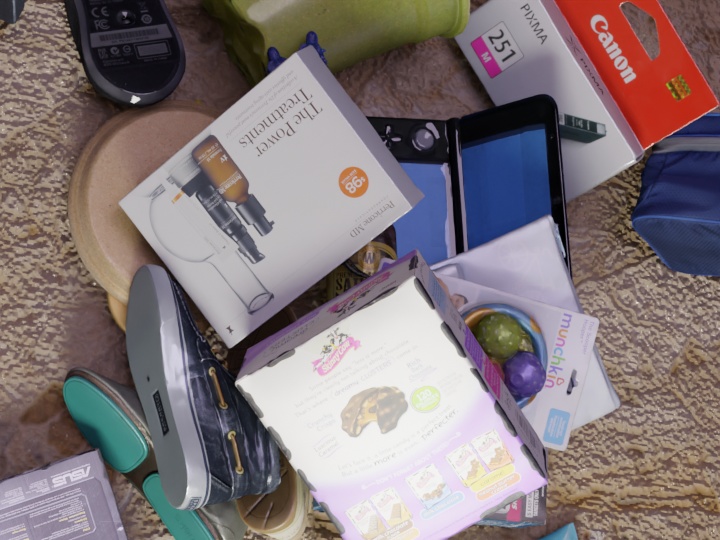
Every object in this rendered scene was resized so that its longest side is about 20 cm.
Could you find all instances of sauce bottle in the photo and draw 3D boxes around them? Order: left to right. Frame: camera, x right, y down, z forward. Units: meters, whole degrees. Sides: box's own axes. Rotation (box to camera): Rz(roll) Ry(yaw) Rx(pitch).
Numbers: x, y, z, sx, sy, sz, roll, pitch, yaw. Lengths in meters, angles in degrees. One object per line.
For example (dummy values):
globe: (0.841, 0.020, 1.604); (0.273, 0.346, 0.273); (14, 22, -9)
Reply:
sauce bottle: (0.000, 0.000, 1.284); (0.065, 0.066, 0.202); (0, 83, -20)

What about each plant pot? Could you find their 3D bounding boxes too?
plant pot: (-0.035, -0.250, 1.299); (0.183, 0.200, 0.201); (-32, 90, -11)

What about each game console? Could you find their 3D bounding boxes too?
game console: (0.081, -0.051, 1.320); (0.169, 0.118, 0.202); (1, 77, -20)

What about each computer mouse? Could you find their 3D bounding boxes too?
computer mouse: (-0.204, -0.221, 1.292); (0.137, 0.053, 0.202); (-6, 66, -18)

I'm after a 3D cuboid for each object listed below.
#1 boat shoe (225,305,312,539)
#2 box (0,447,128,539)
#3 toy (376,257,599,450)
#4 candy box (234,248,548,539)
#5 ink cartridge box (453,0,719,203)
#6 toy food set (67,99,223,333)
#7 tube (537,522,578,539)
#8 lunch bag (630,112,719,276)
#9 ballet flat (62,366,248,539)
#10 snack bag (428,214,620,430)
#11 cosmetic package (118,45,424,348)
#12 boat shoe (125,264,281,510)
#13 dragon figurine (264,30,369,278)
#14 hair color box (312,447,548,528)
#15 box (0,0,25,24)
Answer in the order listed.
boat shoe: (-0.071, 0.128, 1.256); (0.071, 0.065, 0.202); (-11, 65, 15)
box: (-0.275, 0.245, 1.163); (0.199, 0.048, 0.160); (-18, 85, -22)
toy: (0.097, 0.071, 1.217); (0.198, 0.047, 0.116); (16, 90, -10)
candy box: (0.026, 0.113, 1.168); (0.167, 0.072, 0.201); (-30, 104, 14)
ink cartridge box: (0.205, -0.187, 1.374); (0.201, 0.173, 0.044); (59, 29, 0)
toy food set: (-0.151, -0.049, 1.273); (0.197, 0.049, 0.201); (-32, 90, -23)
tube: (0.118, 0.286, 1.301); (0.198, 0.050, 0.078); (-13, 87, -27)
lunch bag: (0.354, -0.075, 1.390); (0.136, 0.199, 0.133); (39, 65, -49)
ballet flat: (-0.166, 0.152, 1.225); (0.200, 0.067, 0.064); (52, 40, -4)
snack bag: (0.110, 0.075, 1.254); (0.199, 0.021, 0.190); (-22, 95, -10)
cosmetic package: (-0.072, -0.057, 1.186); (0.200, 0.052, 0.151); (-37, 94, 21)
boat shoe: (-0.126, 0.091, 1.196); (0.090, 0.071, 0.202); (-2, 69, -34)
dragon figurine: (-0.038, -0.091, 1.227); (0.058, 0.099, 0.202); (-9, 79, 13)
hair color box: (0.063, 0.166, 1.297); (0.198, 0.060, 0.101); (8, 76, -18)
box: (-0.332, -0.344, 1.220); (0.199, 0.117, 0.198); (23, 71, -4)
